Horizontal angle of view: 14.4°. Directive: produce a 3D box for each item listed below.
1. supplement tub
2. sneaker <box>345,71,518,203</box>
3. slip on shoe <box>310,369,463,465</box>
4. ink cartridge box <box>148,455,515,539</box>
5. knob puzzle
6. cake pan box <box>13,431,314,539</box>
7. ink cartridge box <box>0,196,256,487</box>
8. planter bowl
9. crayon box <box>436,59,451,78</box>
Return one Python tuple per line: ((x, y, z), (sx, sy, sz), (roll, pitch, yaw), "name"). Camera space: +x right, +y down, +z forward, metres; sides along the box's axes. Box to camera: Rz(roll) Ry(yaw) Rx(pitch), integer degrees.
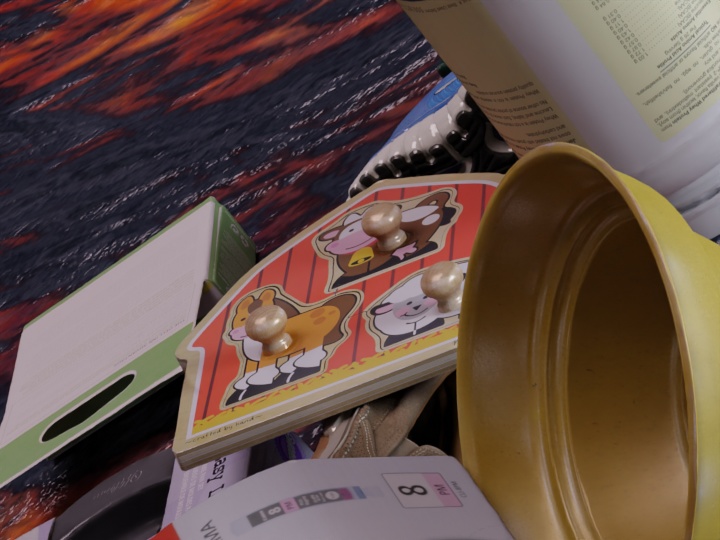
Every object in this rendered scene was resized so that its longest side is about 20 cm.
((0.109, -0.119, 1.299), (0.145, 0.200, 0.145), (-33, 23, 16), "supplement tub")
((0.076, -0.088, 1.450), (0.199, 0.079, 0.089), (-33, 21, 30), "sneaker")
((0.016, 0.100, 1.216), (0.060, 0.076, 0.200), (-20, 21, 14), "slip on shoe")
((-0.026, 0.130, 1.049), (0.163, 0.199, 0.057), (-126, 46, -54), "ink cartridge box")
((0.000, 0.000, 1.311), (0.218, 0.031, 0.220), (-23, 24, 11), "knob puzzle")
((-0.111, 0.164, 1.316), (0.183, 0.052, 0.200), (-28, 25, 21), "cake pan box")
((-0.129, 0.053, 1.554), (0.145, 0.048, 0.200), (-33, 23, 16), "ink cartridge box")
((0.113, 0.051, 1.072), (0.083, 0.202, 0.200), (-4, 11, -21), "planter bowl")
((0.146, -0.152, 1.503), (0.199, 0.051, 0.127), (-16, 32, 45), "crayon box")
